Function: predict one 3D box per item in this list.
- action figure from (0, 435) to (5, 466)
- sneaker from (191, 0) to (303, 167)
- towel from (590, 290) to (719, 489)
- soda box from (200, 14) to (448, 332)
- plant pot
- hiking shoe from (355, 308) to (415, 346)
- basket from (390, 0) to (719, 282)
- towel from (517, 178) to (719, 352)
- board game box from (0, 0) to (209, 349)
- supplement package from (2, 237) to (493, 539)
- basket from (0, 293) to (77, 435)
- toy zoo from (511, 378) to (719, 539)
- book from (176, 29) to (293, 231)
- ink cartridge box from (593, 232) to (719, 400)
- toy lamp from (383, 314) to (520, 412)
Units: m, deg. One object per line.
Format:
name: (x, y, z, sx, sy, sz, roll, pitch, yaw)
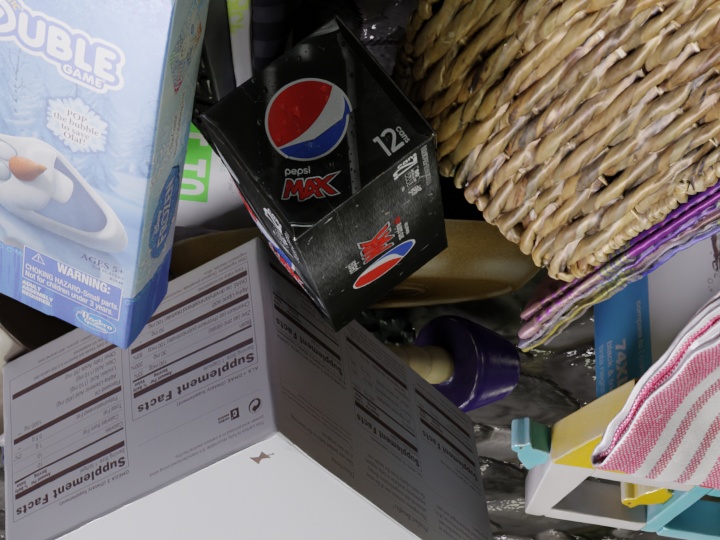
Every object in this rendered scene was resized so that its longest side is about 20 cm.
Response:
action figure: (-0.139, 0.110, 1.296, 0.193, 0.105, 0.201, 30, 148, 25)
sneaker: (-0.040, -0.112, 0.915, 0.082, 0.072, 0.200, -32, 158, -16)
towel: (0.215, 0.061, 0.960, 0.198, 0.030, 0.147, 13, 139, -19)
soda box: (-0.010, -0.034, 0.935, 0.071, 0.063, 0.200, -36, 168, -4)
plant pot: (0.000, 0.000, 1.134, 0.198, 0.028, 0.200, -1, 174, 0)
hiking shoe: (-0.058, 0.033, 1.250, 0.199, 0.075, 0.087, 3, -157, -38)
basket: (0.116, -0.118, 0.920, 0.143, 0.149, 0.200, 43, 144, -6)
towel: (0.152, -0.045, 0.991, 0.023, 0.144, 0.200, 44, 138, -8)
board game box: (-0.162, -0.083, 0.893, 0.199, 0.043, 0.200, 24, 138, 9)
supplement package: (-0.052, 0.104, 1.090, 0.155, 0.112, 0.200, -26, 139, 21)
basket: (-0.233, 0.036, 1.165, 0.199, 0.182, 0.136, -29, 142, 29)
toy zoo: (0.164, 0.094, 1.060, 0.198, 0.021, 0.131, 10, 152, -16)
book: (-0.135, -0.080, 1.043, 0.198, 0.048, 0.134, 5, 148, -4)
ink cartridge box: (0.227, 0.006, 1.068, 0.146, 0.147, 0.200, 17, 150, -28)
toy lamp: (0.009, 0.049, 1.213, 0.199, 0.059, 0.058, 7, 158, -44)
